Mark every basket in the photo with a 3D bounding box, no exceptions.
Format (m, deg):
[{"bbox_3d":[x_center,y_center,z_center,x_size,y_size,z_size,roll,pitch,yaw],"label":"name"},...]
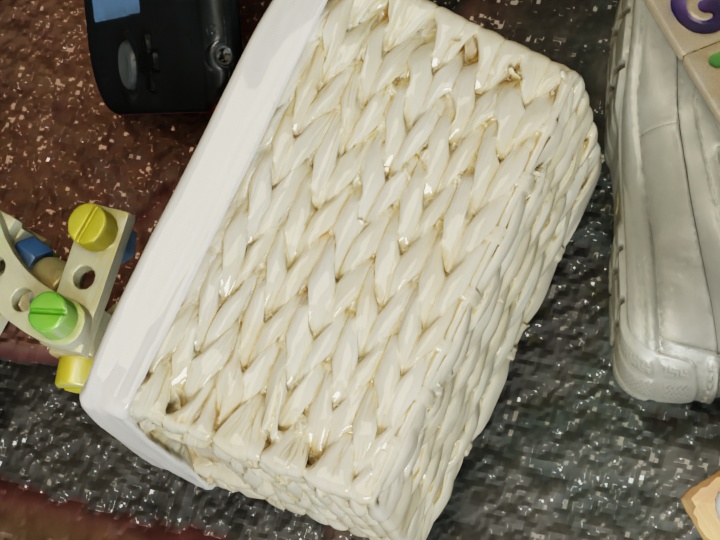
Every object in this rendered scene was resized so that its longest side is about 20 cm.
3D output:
[{"bbox_3d":[0.000,0.000,0.967,0.123,0.136,0.200,24,80,15],"label":"basket"}]

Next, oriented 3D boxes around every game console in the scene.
[{"bbox_3d":[-0.089,-0.164,1.019,0.031,0.177,0.201,-7,95,-16],"label":"game console"}]

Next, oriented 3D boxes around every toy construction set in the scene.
[{"bbox_3d":[-0.164,0.053,1.033,0.131,0.092,0.200,26,69,24],"label":"toy construction set"}]

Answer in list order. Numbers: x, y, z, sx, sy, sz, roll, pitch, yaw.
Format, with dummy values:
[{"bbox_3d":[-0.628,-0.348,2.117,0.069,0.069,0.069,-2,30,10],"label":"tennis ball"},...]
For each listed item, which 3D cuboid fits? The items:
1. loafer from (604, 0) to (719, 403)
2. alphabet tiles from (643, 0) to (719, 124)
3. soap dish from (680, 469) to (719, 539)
[{"bbox_3d":[0.132,-0.042,0.984,0.070,0.070,0.201,1,68,0],"label":"loafer"},{"bbox_3d":[0.220,-0.104,0.971,0.200,0.008,0.167,-22,64,-11],"label":"alphabet tiles"},{"bbox_3d":[0.231,0.125,0.876,0.157,0.081,0.200,-32,64,4],"label":"soap dish"}]
